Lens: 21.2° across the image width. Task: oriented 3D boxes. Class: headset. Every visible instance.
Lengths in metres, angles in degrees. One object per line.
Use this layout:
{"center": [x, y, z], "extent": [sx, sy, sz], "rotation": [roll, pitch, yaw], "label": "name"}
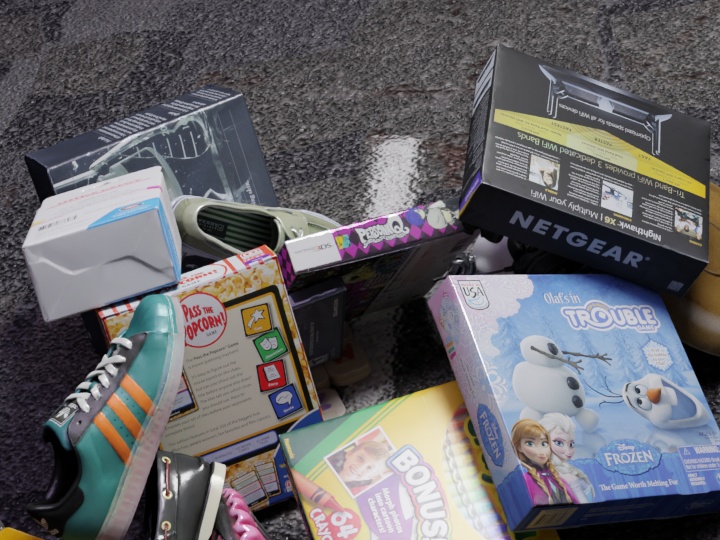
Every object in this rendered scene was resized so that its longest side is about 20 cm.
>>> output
{"center": [0.132, -0.044, 1.565], "extent": [0.123, 0.094, 0.200], "rotation": [40, 63, 15], "label": "headset"}

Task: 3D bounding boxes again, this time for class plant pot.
{"center": [0.290, -0.016, 1.645], "extent": [0.199, 0.028, 0.201], "rotation": [18, 46, -20], "label": "plant pot"}

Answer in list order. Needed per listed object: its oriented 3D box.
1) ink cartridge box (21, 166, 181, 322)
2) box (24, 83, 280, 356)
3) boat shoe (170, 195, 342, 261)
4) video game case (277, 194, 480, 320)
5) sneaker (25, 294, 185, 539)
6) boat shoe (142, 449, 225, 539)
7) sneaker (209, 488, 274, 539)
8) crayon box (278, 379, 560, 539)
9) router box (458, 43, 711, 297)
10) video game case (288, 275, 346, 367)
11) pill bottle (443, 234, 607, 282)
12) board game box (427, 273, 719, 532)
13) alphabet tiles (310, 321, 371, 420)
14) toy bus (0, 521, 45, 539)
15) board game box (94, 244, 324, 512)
{"center": [-0.210, -0.026, 1.596], "extent": [0.114, 0.068, 0.200], "rotation": [-16, 14, -1], "label": "ink cartridge box"}
{"center": [-0.181, -0.044, 1.784], "extent": [0.195, 0.202, 0.124], "rotation": [-22, 15, -14], "label": "box"}
{"center": [-0.082, -0.023, 1.720], "extent": [0.199, 0.073, 0.062], "rotation": [9, 0, -31], "label": "boat shoe"}
{"center": [0.000, 0.000, 1.684], "extent": [0.180, 0.200, 0.036], "rotation": [-16, 76, -18], "label": "video game case"}
{"center": [-0.193, 0.108, 1.457], "extent": [0.079, 0.202, 0.071], "rotation": [20, -9, -24], "label": "sneaker"}
{"center": [-0.150, 0.232, 1.439], "extent": [0.063, 0.074, 0.203], "rotation": [16, 61, -12], "label": "boat shoe"}
{"center": [-0.100, 0.244, 1.467], "extent": [0.095, 0.079, 0.200], "rotation": [-36, 29, 2], "label": "sneaker"}
{"center": [0.048, 0.189, 1.446], "extent": [0.171, 0.059, 0.201], "rotation": [-17, 52, -7], "label": "crayon box"}
{"center": [0.184, -0.081, 1.551], "extent": [0.198, 0.052, 0.158], "rotation": [19, 49, -10], "label": "router box"}
{"center": [-0.107, 0.074, 1.641], "extent": [0.198, 0.143, 0.019], "rotation": [-21, 67, -12], "label": "video game case"}
{"center": [0.175, -0.006, 1.706], "extent": [0.199, 0.112, 0.111], "rotation": [-24, 34, -18], "label": "pill bottle"}
{"center": [0.171, 0.095, 1.465], "extent": [0.198, 0.043, 0.200], "rotation": [-1, 55, -31], "label": "board game box"}
{"center": [-0.095, 0.096, 1.733], "extent": [0.198, 0.015, 0.196], "rotation": [-19, 33, -9], "label": "alphabet tiles"}
{"center": [-0.271, 0.248, 1.499], "extent": [0.199, 0.079, 0.065], "rotation": [12, 39, 33], "label": "toy bus"}
{"center": [-0.114, 0.100, 1.557], "extent": [0.150, 0.202, 0.046], "rotation": [-19, 17, -11], "label": "board game box"}
